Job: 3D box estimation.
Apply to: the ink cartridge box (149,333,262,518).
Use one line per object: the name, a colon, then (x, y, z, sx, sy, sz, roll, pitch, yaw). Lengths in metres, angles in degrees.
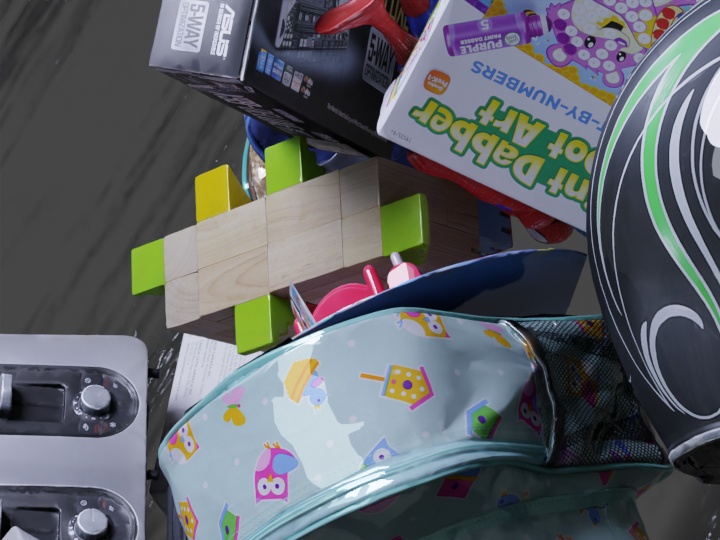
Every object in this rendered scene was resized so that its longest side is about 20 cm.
ink cartridge box: (-0.015, 0.054, 1.245, 0.199, 0.050, 0.161, -13, 47, 27)

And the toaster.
toaster: (-0.181, 0.155, 1.234, 0.200, 0.118, 0.181, 108, 164, -48)

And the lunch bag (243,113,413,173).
lunch bag: (0.035, -0.116, 1.222, 0.200, 0.136, 0.133, -35, 35, 18)

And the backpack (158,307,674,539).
backpack: (0.020, 0.098, 0.964, 0.176, 0.200, 0.154, -34, 57, 34)

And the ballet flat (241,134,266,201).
ballet flat: (-0.039, -0.102, 1.420, 0.065, 0.071, 0.200, -16, 43, 11)

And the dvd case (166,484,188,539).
dvd case: (-0.028, 0.194, 0.997, 0.018, 0.142, 0.200, -43, 31, 28)

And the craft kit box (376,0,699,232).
craft kit box: (0.136, -0.102, 0.939, 0.049, 0.199, 0.198, -75, 11, -56)

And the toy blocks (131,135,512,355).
toy blocks: (0.000, 0.000, 1.138, 0.200, 0.136, 0.100, -19, 67, 40)

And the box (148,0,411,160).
box: (-0.024, -0.148, 1.054, 0.050, 0.200, 0.158, 10, 85, 21)

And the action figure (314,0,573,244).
action figure: (0.047, -0.073, 1.049, 0.052, 0.200, 0.066, -24, 42, 26)

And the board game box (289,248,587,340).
board game box: (0.020, 0.025, 1.051, 0.200, 0.157, 0.039, 98, 152, -66)

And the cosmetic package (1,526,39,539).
cosmetic package: (-0.094, 0.212, 1.023, 0.090, 0.200, 0.107, -52, 26, 2)

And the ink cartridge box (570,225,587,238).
ink cartridge box: (0.183, -0.108, 1.049, 0.200, 0.084, 0.145, -38, 34, 28)

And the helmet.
helmet: (0.182, -0.026, 0.844, 0.200, 0.199, 0.192, -21, 67, 46)
